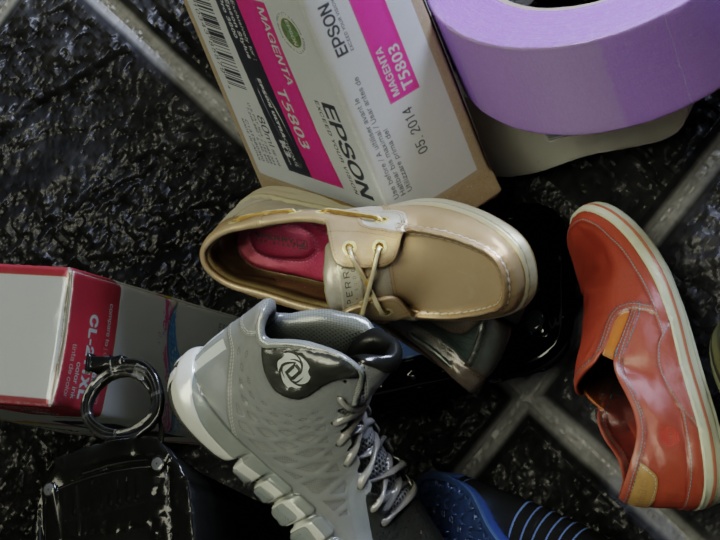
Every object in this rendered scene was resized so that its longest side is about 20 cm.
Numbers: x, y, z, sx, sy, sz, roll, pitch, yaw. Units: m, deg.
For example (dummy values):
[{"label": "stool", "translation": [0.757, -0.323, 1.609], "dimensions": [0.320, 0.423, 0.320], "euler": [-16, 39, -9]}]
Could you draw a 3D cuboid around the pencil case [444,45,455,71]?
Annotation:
[{"label": "pencil case", "translation": [0.001, -0.195, 1.658], "dimensions": [0.200, 0.078, 0.087], "euler": [50, 132, 30]}]

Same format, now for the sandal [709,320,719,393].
[{"label": "sandal", "translation": [0.225, 0.111, 1.446], "dimensions": [0.057, 0.080, 0.201], "euler": [-45, 49, 44]}]

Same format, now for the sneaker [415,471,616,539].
[{"label": "sneaker", "translation": [0.101, 0.168, 1.514], "dimensions": [0.200, 0.078, 0.070], "euler": [32, 109, 55]}]

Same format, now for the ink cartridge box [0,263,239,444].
[{"label": "ink cartridge box", "translation": [-0.174, 0.051, 1.628], "dimensions": [0.146, 0.200, 0.083], "euler": [2, 81, 32]}]

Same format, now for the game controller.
[{"label": "game controller", "translation": [0.035, 0.025, 1.603], "dimensions": [0.200, 0.042, 0.104], "euler": [-13, 71, 27]}]

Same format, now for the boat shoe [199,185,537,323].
[{"label": "boat shoe", "translation": [0.000, 0.000, 1.490], "dimensions": [0.200, 0.069, 0.074], "euler": [6, 115, 34]}]

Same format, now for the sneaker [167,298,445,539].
[{"label": "sneaker", "translation": [0.000, 0.093, 1.466], "dimensions": [0.200, 0.075, 0.115], "euler": [41, 121, -11]}]

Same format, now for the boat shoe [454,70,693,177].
[{"label": "boat shoe", "translation": [0.110, -0.108, 1.581], "dimensions": [0.200, 0.072, 0.069], "euler": [-13, 39, 42]}]

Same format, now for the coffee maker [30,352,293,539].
[{"label": "coffee maker", "translation": [-0.081, 0.168, 1.538], "dimensions": [0.135, 0.200, 0.192], "euler": [12, 81, 33]}]

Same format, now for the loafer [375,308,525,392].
[{"label": "loafer", "translation": [0.000, 0.014, 1.570], "dimensions": [0.200, 0.072, 0.063], "euler": [18, 86, 36]}]

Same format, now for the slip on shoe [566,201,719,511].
[{"label": "slip on shoe", "translation": [0.145, 0.045, 1.496], "dimensions": [0.061, 0.074, 0.200], "euler": [-7, 56, -12]}]

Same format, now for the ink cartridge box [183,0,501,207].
[{"label": "ink cartridge box", "translation": [-0.022, -0.124, 1.558], "dimensions": [0.075, 0.200, 0.165], "euler": [-33, 27, -20]}]

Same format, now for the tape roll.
[{"label": "tape roll", "translation": [0.139, -0.165, 1.519], "dimensions": [0.200, 0.066, 0.200], "euler": [-15, 39, 12]}]
